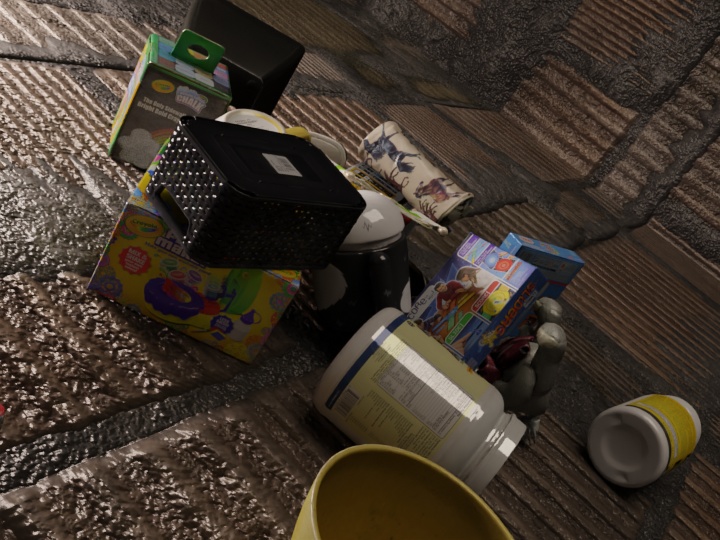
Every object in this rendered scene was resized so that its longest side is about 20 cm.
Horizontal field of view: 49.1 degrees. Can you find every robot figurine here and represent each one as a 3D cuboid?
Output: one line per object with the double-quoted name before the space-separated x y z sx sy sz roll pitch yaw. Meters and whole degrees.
"robot figurine" -0.002 0.000 0.988 0.150 0.201 0.125 6 22 30

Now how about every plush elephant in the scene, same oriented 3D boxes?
"plush elephant" 0.176 0.127 1.047 0.154 0.201 0.165 12 22 8

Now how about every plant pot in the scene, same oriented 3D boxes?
"plant pot" 0.018 0.259 0.611 0.200 0.142 0.200 26 25 -14
"plant pot" -0.227 -0.306 1.273 0.199 0.200 0.178 28 25 -12

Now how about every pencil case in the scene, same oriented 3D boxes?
"pencil case" 0.084 -0.147 1.214 0.200 0.078 0.089 46 11 20

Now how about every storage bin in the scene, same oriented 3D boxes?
"storage bin" -0.108 -0.080 0.847 0.200 0.094 0.135 0 42 -49

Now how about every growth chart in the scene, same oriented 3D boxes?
"growth chart" 0.031 -0.102 1.085 0.200 0.018 0.145 27 8 -31

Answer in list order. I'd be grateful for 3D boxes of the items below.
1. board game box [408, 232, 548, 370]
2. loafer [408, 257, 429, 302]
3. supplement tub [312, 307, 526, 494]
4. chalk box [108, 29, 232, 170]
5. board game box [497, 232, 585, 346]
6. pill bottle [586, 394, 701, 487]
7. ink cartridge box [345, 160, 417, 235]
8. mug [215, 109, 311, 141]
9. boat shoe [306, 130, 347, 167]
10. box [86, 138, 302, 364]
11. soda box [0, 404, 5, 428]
"board game box" 0.127 0.056 1.011 0.034 0.200 0.135 43 -4 -38
"loafer" 0.064 0.027 1.114 0.200 0.073 0.072 43 -12 -38
"supplement tub" 0.064 0.152 0.858 0.200 0.145 0.145 39 25 11
"chalk box" -0.263 -0.248 1.123 0.124 0.200 0.124 21 27 -25
"board game box" 0.224 0.044 1.181 0.151 0.200 0.037 12 31 -39
"pill bottle" 0.426 0.244 1.165 0.200 0.114 0.114 -1 42 -50
"ink cartridge box" -0.004 -0.104 1.222 0.175 0.084 0.200 37 25 5
"mug" -0.155 -0.140 1.066 0.149 0.153 0.187 17 39 -6
"boat shoe" -0.102 -0.181 1.219 0.199 0.074 0.060 1 16 29
"box" -0.178 -0.028 0.921 0.200 0.122 0.193 28 25 -14
"soda box" -0.362 0.075 0.582 0.200 0.063 0.070 37 25 10
